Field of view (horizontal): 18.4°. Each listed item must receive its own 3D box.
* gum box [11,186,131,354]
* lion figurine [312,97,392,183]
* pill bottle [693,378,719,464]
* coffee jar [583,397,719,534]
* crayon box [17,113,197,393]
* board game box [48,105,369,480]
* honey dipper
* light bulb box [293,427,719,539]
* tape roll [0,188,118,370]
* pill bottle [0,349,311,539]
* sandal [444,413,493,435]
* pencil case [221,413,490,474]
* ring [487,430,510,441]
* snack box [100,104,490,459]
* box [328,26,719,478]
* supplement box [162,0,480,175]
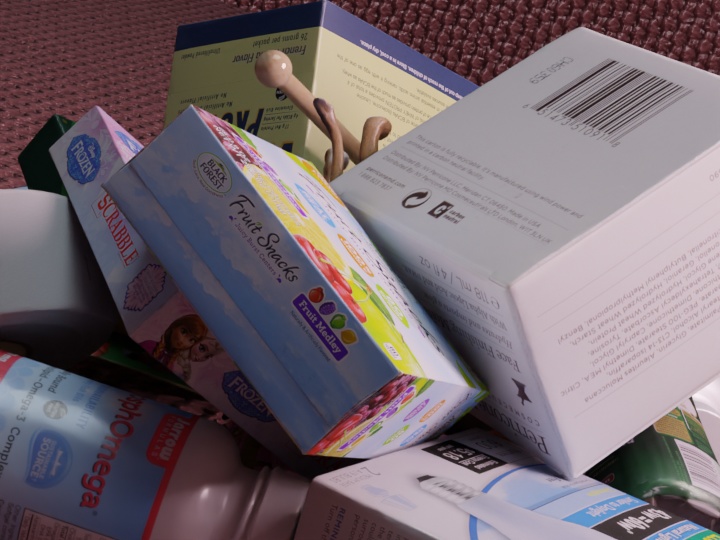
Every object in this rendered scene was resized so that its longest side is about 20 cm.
[{"bbox_3d":[-0.216,-0.003,1.658,0.199,0.045,0.170,21,15,20],"label":"gum box"},{"bbox_3d":[0.000,0.000,1.346,0.072,0.123,0.200,-1,-35,30],"label":"lion figurine"},{"bbox_3d":[0.212,0.100,1.633,0.110,0.111,0.200,14,14,-14],"label":"pill bottle"},{"bbox_3d":[0.151,0.098,1.293,0.085,0.104,0.201,27,30,-24],"label":"coffee jar"},{"bbox_3d":[-0.154,-0.009,1.543,0.127,0.051,0.201,22,32,-43],"label":"crayon box"},{"bbox_3d":[-0.072,0.024,1.218,0.200,0.041,0.200,43,9,-36],"label":"board game box"},{"bbox_3d":[-0.003,-0.074,1.380,0.038,0.038,0.200,31,-10,45],"label":"honey dipper"},{"bbox_3d":[0.086,0.183,1.115,0.199,0.126,0.198,22,14,24],"label":"light bulb box"},{"bbox_3d":[-0.238,0.024,1.221,0.201,0.071,0.203,-15,-14,-4],"label":"tape roll"},{"bbox_3d":[-0.131,0.116,1.148,0.199,0.109,0.109,18,13,3],"label":"pill bottle"},{"bbox_3d":[0.038,0.111,1.458,0.199,0.082,0.055,17,34,31],"label":"sandal"},{"bbox_3d":[0.006,0.128,1.336,0.199,0.083,0.087,9,42,-31],"label":"pencil case"},{"bbox_3d":[0.140,0.166,1.309,0.200,0.019,0.201,26,31,-17],"label":"ring"},{"bbox_3d":[-0.027,0.012,1.123,0.169,0.068,0.200,52,7,13],"label":"snack box"},{"bbox_3d":[0.122,-0.018,1.244,0.199,0.131,0.199,-33,30,-18],"label":"box"},{"bbox_3d":[-0.025,-0.047,1.496,0.134,0.201,0.200,-5,-18,39],"label":"supplement box"}]
